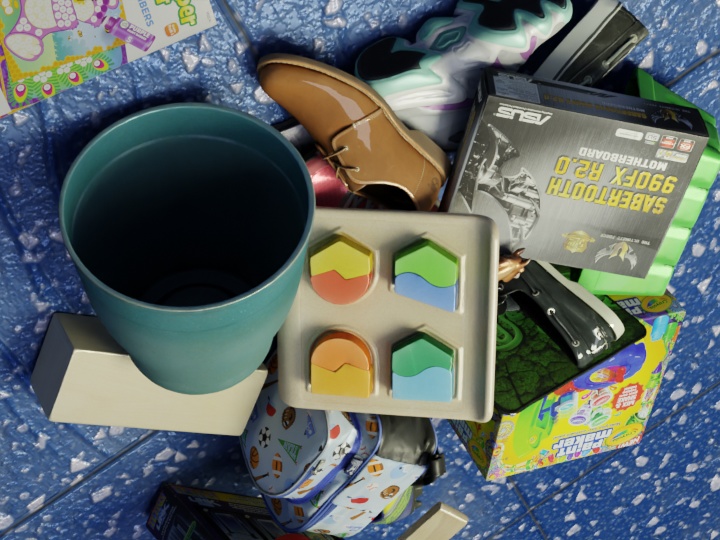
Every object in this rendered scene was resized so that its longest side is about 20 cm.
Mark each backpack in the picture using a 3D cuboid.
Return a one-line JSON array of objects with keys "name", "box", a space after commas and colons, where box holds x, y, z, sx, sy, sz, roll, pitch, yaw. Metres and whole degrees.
[{"name": "backpack", "box": [-0.031, 0.164, 1.338, 0.153, 0.201, 0.191, 11, 129, -27]}]

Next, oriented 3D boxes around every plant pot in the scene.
[{"name": "plant pot", "box": [-0.136, 0.000, 1.137, 0.198, 0.201, 0.189, -19, 148, -15]}]

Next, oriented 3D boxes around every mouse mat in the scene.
[{"name": "mouse mat", "box": [0.161, 0.053, 1.336, 0.199, 0.161, 0.008, -25, 140, -31]}]

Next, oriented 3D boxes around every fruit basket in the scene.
[{"name": "fruit basket", "box": [0.222, -0.083, 1.316, 0.213, 0.156, 0.218, 4, 122, 6]}]

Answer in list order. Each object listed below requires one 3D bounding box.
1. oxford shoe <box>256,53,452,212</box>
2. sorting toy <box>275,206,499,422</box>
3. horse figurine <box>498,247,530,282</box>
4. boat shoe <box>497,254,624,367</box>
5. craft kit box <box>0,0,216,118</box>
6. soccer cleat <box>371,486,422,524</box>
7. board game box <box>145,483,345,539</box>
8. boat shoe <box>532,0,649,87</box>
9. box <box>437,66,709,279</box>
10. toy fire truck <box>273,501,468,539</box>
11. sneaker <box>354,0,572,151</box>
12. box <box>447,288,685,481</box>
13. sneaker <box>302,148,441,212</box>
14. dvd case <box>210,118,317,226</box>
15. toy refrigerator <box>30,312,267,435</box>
[{"name": "oxford shoe", "box": [-0.009, -0.109, 1.156, 0.199, 0.071, 0.072, 34, 62, -21]}, {"name": "sorting toy", "box": [0.019, 0.040, 1.184, 0.197, 0.036, 0.187, 5, 109, 13]}, {"name": "horse figurine", "box": [0.048, 0.031, 1.248, 0.197, 0.051, 0.133, -2, 158, -4]}, {"name": "boat shoe", "box": [0.153, 0.021, 1.308, 0.066, 0.199, 0.075, -48, 164, -11]}, {"name": "craft kit box", "box": [-0.222, -0.228, 0.991, 0.196, 0.049, 0.201, -27, 136, -11]}, {"name": "soccer cleat", "box": [0.021, 0.205, 1.482, 0.083, 0.065, 0.202, -18, 134, -13]}, {"name": "board game box", "box": [-0.097, 0.291, 1.408, 0.199, 0.165, 0.057, 17, 99, -38]}, {"name": "boat shoe", "box": [0.180, -0.156, 1.234, 0.200, 0.064, 0.071, -50, 179, 1]}, {"name": "box", "box": [0.180, -0.082, 1.198, 0.197, 0.049, 0.160, 10, 127, -9]}, {"name": "toy fire truck", "box": [-0.006, 0.293, 1.302, 0.176, 0.128, 0.202, 35, 76, -39]}, {"name": "sneaker", "box": [0.099, -0.164, 1.214, 0.198, 0.078, 0.141, -21, 137, 0]}, {"name": "box", "box": [0.208, 0.094, 1.457, 0.198, 0.122, 0.194, -10, 132, -23]}, {"name": "sneaker", "box": [0.020, -0.052, 1.225, 0.199, 0.087, 0.074, 19, 114, -40]}, {"name": "dvd case", "box": [-0.050, -0.053, 1.256, 0.147, 0.016, 0.201, -22, 135, -13]}, {"name": "toy refrigerator", "box": [-0.193, 0.095, 1.263, 0.198, 0.070, 0.077, 9, 115, -36]}]
